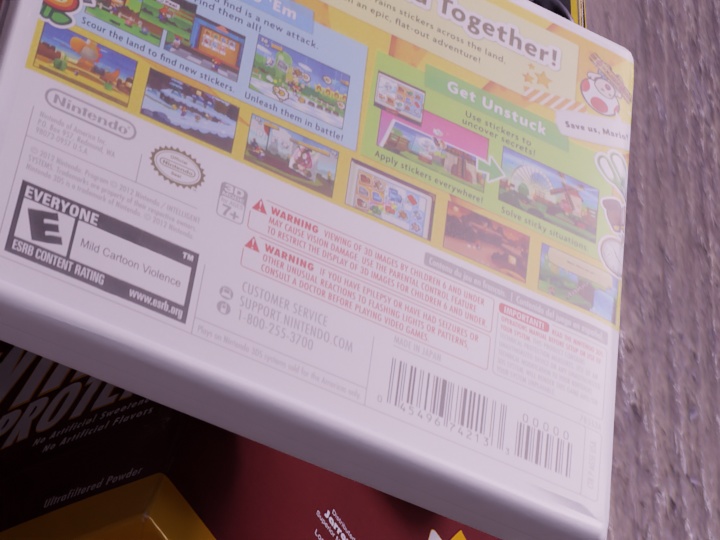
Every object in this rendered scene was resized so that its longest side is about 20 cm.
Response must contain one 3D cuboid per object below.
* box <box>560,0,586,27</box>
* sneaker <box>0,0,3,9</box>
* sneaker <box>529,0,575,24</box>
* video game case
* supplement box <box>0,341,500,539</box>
[{"bbox_3d":[0.095,-0.038,1.139,0.160,0.049,0.201,81,9,-46],"label":"box"},{"bbox_3d":[-0.077,-0.003,0.651,0.200,0.075,0.105,40,42,-1],"label":"sneaker"},{"bbox_3d":[0.031,-0.028,0.767,0.201,0.112,0.078,65,25,-1],"label":"sneaker"},{"bbox_3d":[-0.012,-0.030,0.646,0.199,0.023,0.183,23,51,-19],"label":"video game case"},{"bbox_3d":[-0.046,0.110,0.787,0.198,0.132,0.200,55,28,-23],"label":"supplement box"}]
